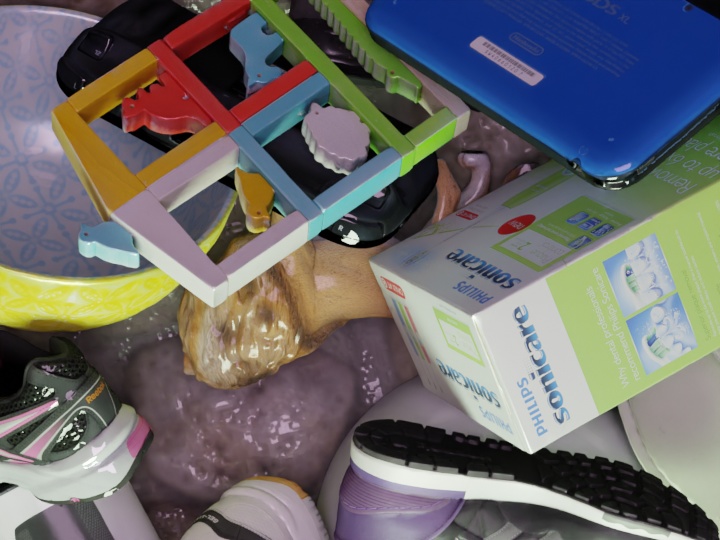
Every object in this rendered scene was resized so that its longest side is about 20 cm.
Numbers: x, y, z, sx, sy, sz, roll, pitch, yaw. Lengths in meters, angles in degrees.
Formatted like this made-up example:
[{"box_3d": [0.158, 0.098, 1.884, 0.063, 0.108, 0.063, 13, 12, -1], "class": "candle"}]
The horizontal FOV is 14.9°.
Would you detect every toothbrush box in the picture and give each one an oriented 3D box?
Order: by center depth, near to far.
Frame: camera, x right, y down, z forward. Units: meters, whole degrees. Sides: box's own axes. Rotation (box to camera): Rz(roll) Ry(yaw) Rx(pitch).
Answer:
[{"box_3d": [0.127, -0.003, 1.425, 0.199, 0.146, 0.086, -29, 110, -12], "class": "toothbrush box"}]

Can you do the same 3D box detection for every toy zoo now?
[{"box_3d": [-0.061, -0.067, 1.374, 0.200, 0.020, 0.131, -35, 69, -22], "class": "toy zoo"}]

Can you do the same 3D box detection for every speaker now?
[{"box_3d": [-0.126, 0.193, 1.485, 0.081, 0.081, 0.201, -28, 94, -1], "class": "speaker"}]

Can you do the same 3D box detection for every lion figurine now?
[{"box_3d": [0.000, 0.000, 1.485, 0.199, 0.072, 0.123, -2, 96, -5], "class": "lion figurine"}]

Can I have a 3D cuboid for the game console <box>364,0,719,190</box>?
[{"box_3d": [0.132, -0.101, 1.384, 0.170, 0.200, 0.119, -40, 137, -16], "class": "game console"}]

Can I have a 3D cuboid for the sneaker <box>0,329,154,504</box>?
[{"box_3d": [-0.199, 0.069, 1.436, 0.199, 0.080, 0.087, -10, 119, 33], "class": "sneaker"}]

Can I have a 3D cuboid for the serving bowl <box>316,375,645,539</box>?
[{"box_3d": [0.075, 0.150, 1.498, 0.199, 0.066, 0.202, 0, 93, -3], "class": "serving bowl"}]

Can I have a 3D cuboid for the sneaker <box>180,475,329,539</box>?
[{"box_3d": [-0.042, 0.214, 1.473, 0.075, 0.088, 0.201, -22, 95, 43], "class": "sneaker"}]

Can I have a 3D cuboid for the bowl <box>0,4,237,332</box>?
[{"box_3d": [-0.169, -0.033, 1.447, 0.199, 0.201, 0.108, 16, 134, -3], "class": "bowl"}]

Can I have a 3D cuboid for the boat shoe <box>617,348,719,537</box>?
[{"box_3d": [0.195, 0.106, 1.502, 0.071, 0.061, 0.202, -31, 94, 5], "class": "boat shoe"}]

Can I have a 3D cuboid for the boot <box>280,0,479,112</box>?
[{"box_3d": [0.060, -0.158, 1.484, 0.199, 0.070, 0.133, 12, 82, -12], "class": "boot"}]

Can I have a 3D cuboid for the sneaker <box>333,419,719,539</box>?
[{"box_3d": [0.085, 0.141, 1.439, 0.199, 0.076, 0.088, 13, 107, 1], "class": "sneaker"}]

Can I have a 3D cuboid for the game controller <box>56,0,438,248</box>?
[{"box_3d": [-0.057, -0.080, 1.431, 0.199, 0.104, 0.042, 29, 120, 11], "class": "game controller"}]
